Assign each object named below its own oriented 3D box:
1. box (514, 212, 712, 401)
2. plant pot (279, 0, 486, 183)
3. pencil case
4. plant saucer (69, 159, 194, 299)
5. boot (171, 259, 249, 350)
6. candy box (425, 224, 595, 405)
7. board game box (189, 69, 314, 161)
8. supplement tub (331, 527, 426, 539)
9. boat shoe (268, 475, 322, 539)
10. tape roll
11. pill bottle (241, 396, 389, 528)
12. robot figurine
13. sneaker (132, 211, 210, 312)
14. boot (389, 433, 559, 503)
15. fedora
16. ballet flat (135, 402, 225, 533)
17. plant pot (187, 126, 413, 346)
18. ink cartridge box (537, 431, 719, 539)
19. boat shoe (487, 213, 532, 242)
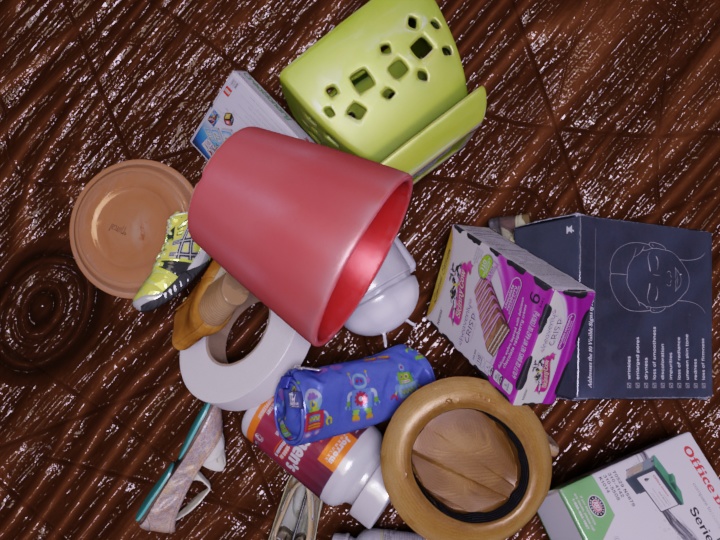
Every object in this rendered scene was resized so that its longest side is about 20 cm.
[{"bbox_3d":[0.296,0.047,0.691,0.196,0.124,0.201,5,85,-22],"label":"box"},{"bbox_3d":[0.037,-0.202,0.730,0.200,0.199,0.182,-37,90,0],"label":"plant pot"},{"bbox_3d":[-0.006,0.140,0.679,0.199,0.078,0.087,-7,92,-33],"label":"pencil case"},{"bbox_3d":[-0.317,-0.060,0.823,0.200,0.032,0.201,0,85,5],"label":"plant saucer"},{"bbox_3d":[-0.172,0.000,0.741,0.071,0.202,0.144,39,133,-22],"label":"boot"},{"bbox_3d":[0.160,0.042,0.674,0.061,0.200,0.137,5,110,-24],"label":"candy box"},{"bbox_3d":[-0.130,-0.153,0.788,0.200,0.035,0.126,47,119,6],"label":"board game box"},{"bbox_3d":[0.059,0.395,0.701,0.199,0.145,0.146,5,86,4],"label":"supplement tub"},{"bbox_3d":[-0.093,0.360,0.749,0.071,0.076,0.201,7,86,5],"label":"boat shoe"},{"bbox_3d":[-0.146,0.076,0.741,0.202,0.037,0.203,-19,53,26],"label":"tape roll"},{"bbox_3d":[-0.042,0.219,0.726,0.200,0.110,0.110,34,88,16],"label":"pill bottle"},{"bbox_3d":[0.000,0.000,0.751,0.169,0.113,0.200,-29,85,-35],"label":"robot figurine"},{"bbox_3d":[-0.236,-0.031,0.771,0.076,0.075,0.200,43,65,-18],"label":"sneaker"},{"bbox_3d":[0.137,0.253,0.758,0.199,0.072,0.167,20,99,4],"label":"boot"},{"bbox_3d":[0.116,0.214,0.670,0.200,0.082,0.201,0,90,-6],"label":"fedora"},{"bbox_3d":[-0.222,0.263,0.781,0.067,0.068,0.200,32,94,-13],"label":"ballet flat"},{"bbox_3d":[-0.068,-0.049,0.611,0.177,0.200,0.201,29,88,9],"label":"plant pot"},{"bbox_3d":[0.326,0.292,0.671,0.199,0.084,0.146,-15,64,-19],"label":"ink cartridge box"},{"bbox_3d":[0.192,0.026,0.765,0.065,0.073,0.201,2,84,24],"label":"boat shoe"}]
